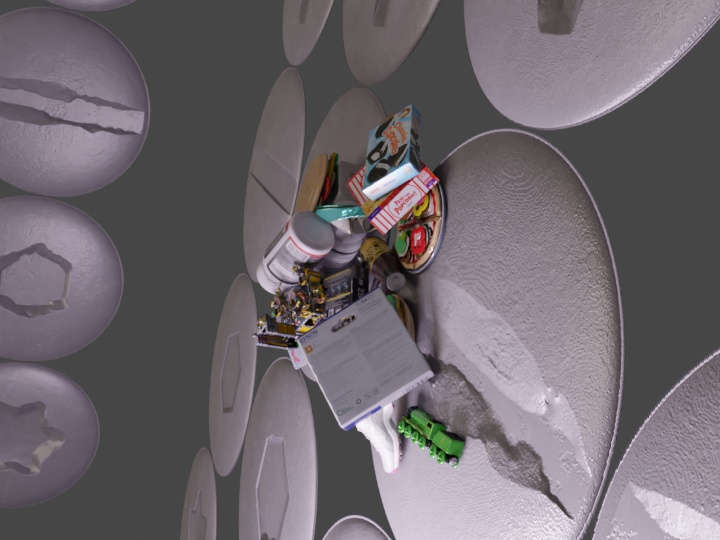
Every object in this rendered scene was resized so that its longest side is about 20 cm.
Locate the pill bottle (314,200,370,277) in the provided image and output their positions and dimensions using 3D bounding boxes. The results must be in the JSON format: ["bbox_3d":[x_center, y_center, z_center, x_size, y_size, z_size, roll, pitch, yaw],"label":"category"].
[{"bbox_3d":[-0.059,-0.070,1.717,0.200,0.113,0.115,125,146,-49],"label":"pill bottle"}]

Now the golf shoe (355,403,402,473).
[{"bbox_3d":[0.027,0.297,1.383,0.075,0.091,0.202,-160,59,-79],"label":"golf shoe"}]

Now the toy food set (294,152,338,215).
[{"bbox_3d":[-0.111,-0.193,1.765,0.198,0.048,0.202,133,151,-57],"label":"toy food set"}]

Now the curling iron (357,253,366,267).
[{"bbox_3d":[0.000,0.000,1.570,0.050,0.025,0.200,62,176,14],"label":"curling iron"}]

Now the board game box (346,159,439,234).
[{"bbox_3d":[0.060,-0.178,1.452,0.151,0.046,0.200,-44,31,9],"label":"board game box"}]

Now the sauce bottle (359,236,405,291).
[{"bbox_3d":[0.048,-0.014,1.503,0.200,0.065,0.067,-127,49,-66],"label":"sauce bottle"}]

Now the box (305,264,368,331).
[{"bbox_3d":[-0.055,0.089,1.543,0.199,0.049,0.163,-23,63,53],"label":"box"}]

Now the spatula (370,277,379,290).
[{"bbox_3d":[0.011,0.070,1.638,0.057,0.020,0.201,-81,16,-52],"label":"spatula"}]

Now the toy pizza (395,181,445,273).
[{"bbox_3d":[0.111,-0.095,1.436,0.200,0.031,0.202,-172,90,-68],"label":"toy pizza"}]

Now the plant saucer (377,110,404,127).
[{"bbox_3d":[0.057,-0.264,1.621,0.200,0.035,0.202,-172,90,-68],"label":"plant saucer"}]

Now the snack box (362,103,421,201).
[{"bbox_3d":[0.065,-0.237,1.429,0.116,0.037,0.201,-29,36,29],"label":"snack box"}]

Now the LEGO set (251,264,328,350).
[{"bbox_3d":[-0.168,0.082,1.572,0.200,0.115,0.155,-41,46,46],"label":"LEGO set"}]

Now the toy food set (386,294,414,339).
[{"bbox_3d":[0.050,0.144,1.462,0.200,0.048,0.200,143,131,-61],"label":"toy food set"}]

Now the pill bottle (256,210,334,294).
[{"bbox_3d":[-0.153,-0.036,1.641,0.200,0.113,0.115,-45,42,43],"label":"pill bottle"}]

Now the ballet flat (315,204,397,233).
[{"bbox_3d":[-0.006,-0.116,1.561,0.067,0.198,0.071,8,-104,-72],"label":"ballet flat"}]

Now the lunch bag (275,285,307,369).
[{"bbox_3d":[-0.136,0.125,1.776,0.169,0.126,0.202,-34,77,60],"label":"lunch bag"}]

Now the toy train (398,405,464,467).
[{"bbox_3d":[0.122,0.289,1.268,0.200,0.041,0.057,20,91,68],"label":"toy train"}]

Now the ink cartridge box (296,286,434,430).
[{"bbox_3d":[0.006,0.163,1.348,0.201,0.195,0.043,59,-179,28],"label":"ink cartridge box"}]

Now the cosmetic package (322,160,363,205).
[{"bbox_3d":[-0.051,-0.164,1.789,0.200,0.084,0.108,127,148,-48],"label":"cosmetic package"}]
